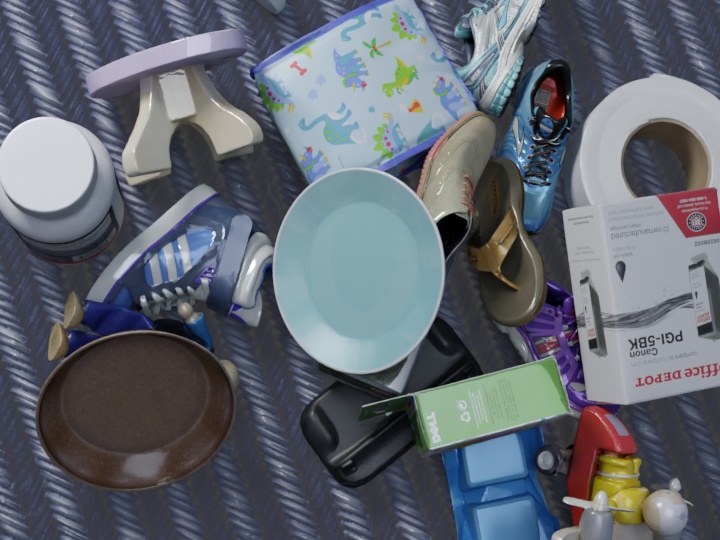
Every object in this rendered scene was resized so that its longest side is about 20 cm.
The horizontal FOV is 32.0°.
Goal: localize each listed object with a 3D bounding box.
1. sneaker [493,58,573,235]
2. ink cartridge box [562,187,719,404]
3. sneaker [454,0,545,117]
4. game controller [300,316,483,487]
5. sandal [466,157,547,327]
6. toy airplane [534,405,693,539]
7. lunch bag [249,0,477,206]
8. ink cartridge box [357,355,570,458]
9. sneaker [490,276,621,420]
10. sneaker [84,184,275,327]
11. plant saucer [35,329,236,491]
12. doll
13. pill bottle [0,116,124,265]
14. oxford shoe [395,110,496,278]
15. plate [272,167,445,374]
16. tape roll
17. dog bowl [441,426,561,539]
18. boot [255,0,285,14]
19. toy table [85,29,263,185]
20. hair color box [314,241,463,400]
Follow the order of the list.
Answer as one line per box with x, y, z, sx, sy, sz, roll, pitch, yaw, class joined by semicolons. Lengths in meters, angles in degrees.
0.190;-0.139;1.368;0.077;0.090;0.204;10;80;-5;sneaker
0.298;0.027;1.282;0.144;0.083;0.204;-9;91;-18;ink cartridge box
0.153;-0.278;1.395;0.085;0.078;0.203;20;78;0;sneaker
0.034;0.137;1.334;0.199;0.042;0.105;-36;72;-12;game controller
0.142;-0.033;1.311;0.054;0.080;0.203;21;53;-42;sandal
0.262;0.261;1.253;0.200;0.140;0.201;55;40;-24;toy airplane
0.008;-0.179;1.334;0.198;0.127;0.172;-31;85;-1;lunch bag
0.100;0.145;1.252;0.197;0.104;0.060;-14;78;-6;ink cartridge box
0.211;0.072;1.325;0.201;0.083;0.080;51;41;3;sneaker
-0.174;0.022;1.300;0.146;0.081;0.200;43;73;6;sneaker
-0.224;0.133;1.253;0.197;0.037;0.203;-8;125;-11;plant saucer
-0.214;0.088;1.277;0.198;0.049;0.138;19;115;-26;doll
-0.299;-0.081;1.242;0.117;0.200;0.122;1;80;-7;pill bottle
0.096;-0.070;1.274;0.071;0.073;0.202;37;75;-40;oxford shoe
0.000;0.000;1.244;0.197;0.025;0.204;1;91;31;plate
0.328;-0.108;1.389;0.199;0.071;0.206;1;80;-6;tape roll
0.143;0.233;1.320;0.109;0.050;0.204;-9;81;-9;dog bowl
-0.131;-0.382;1.377;0.096;0.074;0.200;-44;87;-5;boot
-0.188;-0.165;1.294;0.182;0.198;0.119;-17;93;-42;toy table
0.033;0.027;1.318;0.098;0.061;0.203;21;72;5;hair color box
